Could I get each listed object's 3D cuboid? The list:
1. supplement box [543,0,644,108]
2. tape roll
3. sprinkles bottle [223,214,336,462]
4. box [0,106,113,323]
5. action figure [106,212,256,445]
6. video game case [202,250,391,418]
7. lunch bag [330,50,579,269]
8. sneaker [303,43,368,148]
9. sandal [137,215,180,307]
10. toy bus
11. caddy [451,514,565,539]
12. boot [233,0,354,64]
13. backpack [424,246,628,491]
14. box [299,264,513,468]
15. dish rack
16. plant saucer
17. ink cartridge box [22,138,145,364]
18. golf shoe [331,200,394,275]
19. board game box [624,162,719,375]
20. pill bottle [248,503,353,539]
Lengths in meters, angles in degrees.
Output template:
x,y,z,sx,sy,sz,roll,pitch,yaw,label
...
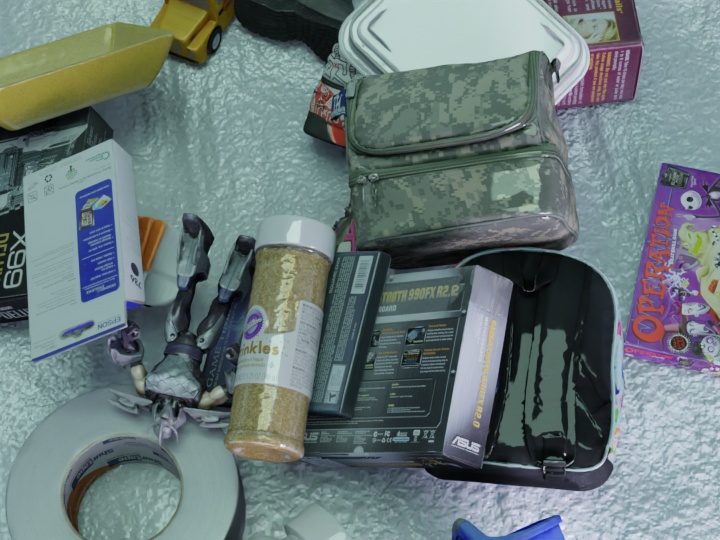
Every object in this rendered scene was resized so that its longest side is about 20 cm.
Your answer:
x,y,z,sx,sy,sz,roll,pitch,yaw,label
0.166,-0.236,1.604,0.200,0.103,0.131,-6,62,1,supplement box
-0.201,0.202,1.412,0.200,0.066,0.201,-1,62,3,tape roll
-0.066,0.056,1.361,0.068,0.068,0.200,6,71,6,sprinkles bottle
-0.322,-0.048,1.532,0.157,0.050,0.200,-7,60,21,box
-0.149,0.058,1.412,0.130,0.069,0.200,15,67,-1,action figure
-0.062,0.053,1.425,0.200,0.019,0.143,-1,70,49,video game case
0.083,-0.099,1.422,0.200,0.139,0.168,-8,76,15,lunch bag
0.047,-0.153,1.554,0.201,0.067,0.108,20,98,21,sneaker
-0.225,-0.013,1.534,0.206,0.059,0.079,19,73,35,sandal
-0.146,-0.311,1.672,0.065,0.078,0.200,23,65,14,toy bus
0.100,0.247,1.307,0.141,0.200,0.105,-24,81,-8,caddy
-0.017,-0.278,1.659,0.200,0.070,0.132,27,60,10,boot
0.142,0.085,1.404,0.177,0.151,0.200,3,75,10,backpack
0.028,0.084,1.361,0.200,0.048,0.159,-8,65,47,box
0.097,-0.213,1.514,0.200,0.044,0.172,44,82,8,dish rack
-0.292,-0.185,1.571,0.200,0.049,0.200,-21,18,-19,plant saucer
-0.241,-0.012,1.418,0.099,0.039,0.200,-20,55,17,ink cartridge box
0.000,0.000,1.512,0.092,0.073,0.200,31,74,1,golf shoe
0.320,-0.001,1.517,0.120,0.032,0.200,10,63,12,board game box
-0.088,0.288,1.336,0.200,0.110,0.110,-38,67,-16,pill bottle
